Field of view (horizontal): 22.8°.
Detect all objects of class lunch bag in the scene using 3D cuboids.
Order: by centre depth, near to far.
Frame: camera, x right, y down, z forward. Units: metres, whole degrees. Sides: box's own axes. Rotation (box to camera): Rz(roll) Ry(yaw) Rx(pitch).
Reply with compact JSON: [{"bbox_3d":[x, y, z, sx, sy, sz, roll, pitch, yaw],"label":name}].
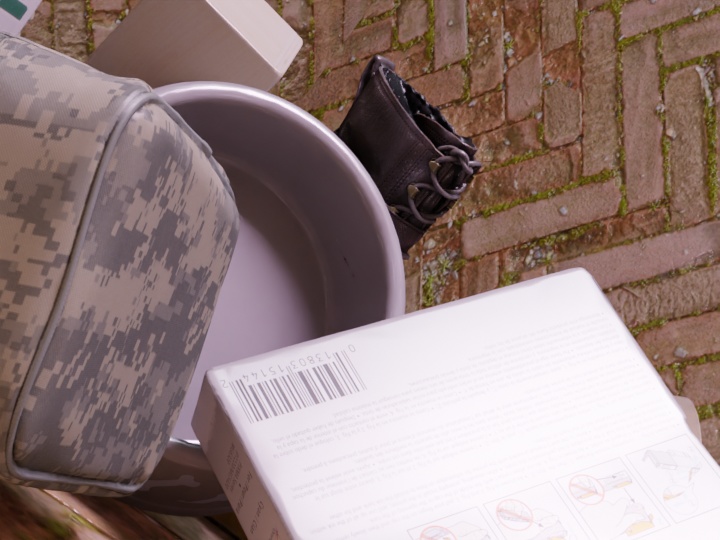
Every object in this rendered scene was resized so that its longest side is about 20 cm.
[{"bbox_3d":[-0.148,-0.008,0.634,0.166,0.141,0.200,20,-5,10],"label":"lunch bag"}]

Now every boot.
[{"bbox_3d":[0.000,0.000,0.916,0.069,0.174,0.201,22,28,-42],"label":"boot"}]

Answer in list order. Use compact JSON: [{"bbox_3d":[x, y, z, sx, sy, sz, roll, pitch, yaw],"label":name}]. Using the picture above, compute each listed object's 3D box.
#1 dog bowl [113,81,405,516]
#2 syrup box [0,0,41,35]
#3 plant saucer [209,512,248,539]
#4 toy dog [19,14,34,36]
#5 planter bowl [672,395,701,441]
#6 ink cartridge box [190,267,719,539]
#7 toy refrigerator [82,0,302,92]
[{"bbox_3d":[-0.068,0.007,0.809,0.199,0.201,0.059,37,-26,-12],"label":"dog bowl"},{"bbox_3d":[-0.211,-0.100,0.759,0.079,0.201,0.081,36,1,27],"label":"syrup box"},{"bbox_3d":[-0.099,0.079,1.009,0.199,0.049,0.200,37,0,-3],"label":"plant saucer"},{"bbox_3d":[-0.280,-0.167,1.192,0.138,0.201,0.195,11,33,-21],"label":"toy dog"},{"bbox_3d":[0.099,0.159,0.982,0.133,0.203,0.200,9,1,0],"label":"planter bowl"},{"bbox_3d":[0.054,0.094,0.745,0.177,0.198,0.045,58,-33,31],"label":"ink cartridge box"},{"bbox_3d":[-0.126,-0.070,0.922,0.076,0.200,0.070,43,23,-10],"label":"toy refrigerator"}]
